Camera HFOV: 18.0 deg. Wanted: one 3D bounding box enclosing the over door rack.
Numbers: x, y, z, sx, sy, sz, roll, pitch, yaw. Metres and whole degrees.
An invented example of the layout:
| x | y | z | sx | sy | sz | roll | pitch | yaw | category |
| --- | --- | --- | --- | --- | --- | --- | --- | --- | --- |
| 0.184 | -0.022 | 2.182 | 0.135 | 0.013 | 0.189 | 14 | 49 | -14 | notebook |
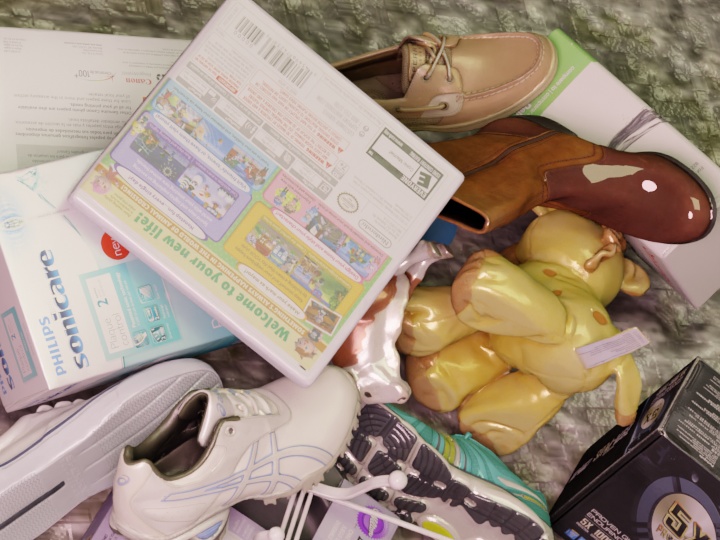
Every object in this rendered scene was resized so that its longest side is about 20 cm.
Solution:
| x | y | z | sx | sy | sz | roll | pitch | yaw | category |
| --- | --- | --- | --- | --- | --- | --- | --- | --- | --- |
| 0.021 | 0.216 | 1.515 | 0.200 | 0.067 | 0.148 | 28 | 51 | -12 | over door rack |

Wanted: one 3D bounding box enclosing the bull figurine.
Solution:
| x | y | z | sx | sy | sz | roll | pitch | yaw | category |
| --- | --- | --- | --- | --- | --- | --- | --- | --- | --- |
| 0.000 | 0.000 | 1.620 | 0.065 | 0.121 | 0.200 | 34 | 21 | -53 | bull figurine |

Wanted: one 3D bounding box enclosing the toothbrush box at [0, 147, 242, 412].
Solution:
| x | y | z | sx | sy | sz | roll | pitch | yaw | category |
| --- | --- | --- | --- | --- | --- | --- | --- | --- | --- |
| -0.159 | -0.005 | 1.521 | 0.200 | 0.085 | 0.147 | -15 | 84 | -31 | toothbrush box |

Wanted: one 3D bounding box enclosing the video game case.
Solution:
| x | y | z | sx | sy | sz | roll | pitch | yaw | category |
| --- | --- | --- | --- | --- | --- | --- | --- | --- | --- |
| -0.060 | -0.054 | 1.495 | 0.200 | 0.022 | 0.182 | 39 | 74 | -8 | video game case |

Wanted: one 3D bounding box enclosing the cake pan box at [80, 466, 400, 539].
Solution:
| x | y | z | sx | sy | sz | roll | pitch | yaw | category |
| --- | --- | --- | --- | --- | --- | --- | --- | --- | --- |
| -0.086 | 0.193 | 1.543 | 0.184 | 0.052 | 0.200 | 37 | 49 | -7 | cake pan box |

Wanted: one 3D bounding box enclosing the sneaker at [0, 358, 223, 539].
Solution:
| x | y | z | sx | sy | sz | roll | pitch | yaw | category |
| --- | --- | --- | --- | --- | --- | --- | --- | --- | --- |
| -0.186 | 0.109 | 1.494 | 0.200 | 0.073 | 0.071 | -29 | 39 | -23 | sneaker |

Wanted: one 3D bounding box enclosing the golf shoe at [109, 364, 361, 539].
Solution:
| x | y | z | sx | sy | sz | roll | pitch | yaw | category |
| --- | --- | --- | --- | --- | --- | --- | --- | --- | --- |
| -0.077 | 0.107 | 1.476 | 0.078 | 0.097 | 0.200 | 32 | 53 | 32 | golf shoe |

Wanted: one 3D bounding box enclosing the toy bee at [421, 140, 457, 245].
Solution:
| x | y | z | sx | sy | sz | roll | pitch | yaw | category |
| --- | --- | --- | --- | --- | --- | --- | --- | --- | --- |
| 0.036 | -0.064 | 1.728 | 0.131 | 0.109 | 0.200 | 4 | 27 | 24 | toy bee |

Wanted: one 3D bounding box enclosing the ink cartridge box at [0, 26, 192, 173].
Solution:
| x | y | z | sx | sy | sz | roll | pitch | yaw | category |
| --- | --- | --- | --- | --- | --- | --- | --- | --- | --- |
| -0.184 | -0.074 | 1.624 | 0.200 | 0.084 | 0.176 | 2 | 75 | -29 | ink cartridge box |

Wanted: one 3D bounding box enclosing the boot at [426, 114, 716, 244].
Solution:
| x | y | z | sx | sy | sz | roll | pitch | yaw | category |
| --- | --- | --- | --- | --- | --- | --- | --- | --- | --- |
| 0.136 | -0.058 | 1.612 | 0.188 | 0.069 | 0.200 | 33 | 25 | 24 | boot |

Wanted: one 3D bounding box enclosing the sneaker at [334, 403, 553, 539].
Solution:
| x | y | z | sx | sy | sz | roll | pitch | yaw | category |
| --- | --- | --- | --- | --- | --- | --- | --- | --- | --- |
| 0.053 | 0.147 | 1.653 | 0.200 | 0.078 | 0.080 | 35 | 28 | -9 | sneaker |

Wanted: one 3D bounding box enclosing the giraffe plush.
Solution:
| x | y | z | sx | sy | sz | roll | pitch | yaw | category |
| --- | --- | --- | --- | --- | --- | --- | --- | --- | --- |
| 0.135 | 0.019 | 1.698 | 0.173 | 0.200 | 0.162 | 64 | 30 | -33 | giraffe plush |

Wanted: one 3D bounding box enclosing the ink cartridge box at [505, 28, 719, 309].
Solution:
| x | y | z | sx | sy | sz | roll | pitch | yaw | category |
| --- | --- | --- | --- | --- | --- | --- | --- | --- | --- |
| 0.212 | -0.078 | 1.787 | 0.200 | 0.084 | 0.146 | 45 | 2 | 26 | ink cartridge box |

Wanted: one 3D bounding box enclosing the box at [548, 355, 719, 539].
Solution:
| x | y | z | sx | sy | sz | roll | pitch | yaw | category |
| --- | --- | --- | --- | --- | --- | --- | --- | --- | --- |
| 0.267 | 0.187 | 1.677 | 0.200 | 0.164 | 0.086 | 39 | 49 | -3 | box |

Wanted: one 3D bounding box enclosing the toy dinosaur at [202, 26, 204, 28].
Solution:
| x | y | z | sx | sy | sz | roll | pitch | yaw | category |
| --- | --- | --- | --- | --- | --- | --- | --- | --- | --- |
| -0.042 | -0.081 | 1.563 | 0.101 | 0.058 | 0.200 | -31 | 100 | -83 | toy dinosaur |

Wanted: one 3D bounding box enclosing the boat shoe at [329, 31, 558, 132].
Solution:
| x | y | z | sx | sy | sz | roll | pitch | yaw | category |
| --- | --- | --- | --- | --- | --- | --- | --- | --- | --- |
| 0.052 | -0.146 | 1.753 | 0.065 | 0.200 | 0.071 | 54 | 25 | -55 | boat shoe |
